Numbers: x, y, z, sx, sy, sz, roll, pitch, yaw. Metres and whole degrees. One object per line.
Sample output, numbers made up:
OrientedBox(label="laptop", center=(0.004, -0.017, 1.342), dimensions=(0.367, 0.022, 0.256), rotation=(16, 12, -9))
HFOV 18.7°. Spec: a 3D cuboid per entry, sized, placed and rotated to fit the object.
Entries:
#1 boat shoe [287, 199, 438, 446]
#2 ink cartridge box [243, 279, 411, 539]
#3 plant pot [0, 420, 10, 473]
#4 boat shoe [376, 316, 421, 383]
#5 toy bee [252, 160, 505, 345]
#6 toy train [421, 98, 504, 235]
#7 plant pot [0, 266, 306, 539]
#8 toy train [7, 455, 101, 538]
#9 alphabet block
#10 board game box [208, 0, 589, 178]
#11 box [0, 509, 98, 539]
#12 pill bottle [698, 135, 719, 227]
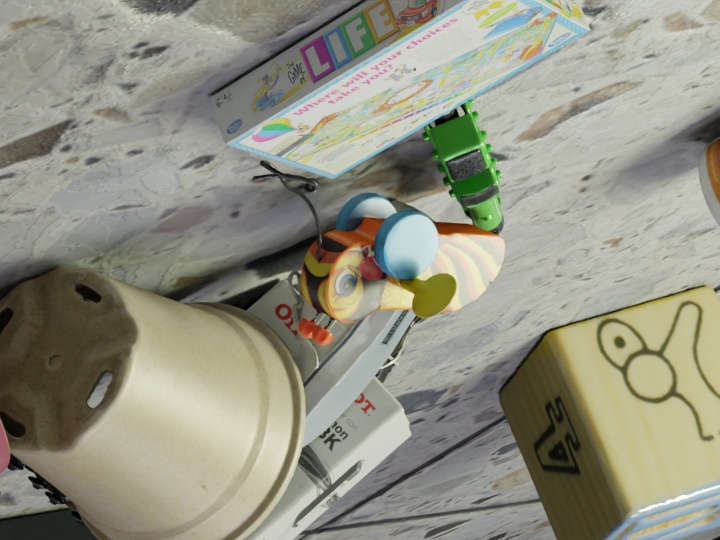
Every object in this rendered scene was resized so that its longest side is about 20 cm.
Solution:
OrientedBox(label="boat shoe", center=(-0.019, 0.033, 1.604), dimensions=(0.202, 0.086, 0.075), rotation=(-55, 161, 8))
OrientedBox(label="ink cartridge box", center=(-0.081, 0.128, 1.674), dimensions=(0.200, 0.144, 0.084), rotation=(-41, 164, -9))
OrientedBox(label="plant pot", center=(-0.335, 0.118, 1.408), dimensions=(0.179, 0.200, 0.200), rotation=(-31, 167, -23))
OrientedBox(label="boat shoe", center=(0.015, 0.058, 1.800), dimensions=(0.072, 0.068, 0.200), rotation=(-2, 152, -41))
OrientedBox(label="toy bee", center=(0.000, 0.000, 1.500), dimensions=(0.200, 0.109, 0.131), rotation=(18, -174, -16))
OrientedBox(label="toy train", center=(0.076, -0.070, 1.517), dimensions=(0.042, 0.056, 0.200), rotation=(-23, 161, 4))
OrientedBox(label="plant pot", center=(-0.167, 0.088, 1.521), dimensions=(0.200, 0.201, 0.183), rotation=(-27, 150, 15))
OrientedBox(label="toy train", center=(-0.223, 0.165, 1.679), dimensions=(0.046, 0.200, 0.034), rotation=(30, 88, -43))
OrientedBox(label="alphabet block", center=(0.277, 0.158, 2.163), dimensions=(0.195, 0.200, 0.196), rotation=(-14, 160, -20))
OrientedBox(label="board game box", center=(0.025, -0.126, 1.334), dimensions=(0.200, 0.034, 0.134), rotation=(-29, 161, 22))
OrientedBox(label="box", center=(-0.340, 0.302, 2.074), dimensions=(0.141, 0.079, 0.200), rotation=(-8, 158, -43))
OrientedBox(label="pill bottle", center=(0.368, -0.096, 1.679), dimensions=(0.200, 0.112, 0.112), rotation=(-33, 158, 33))
